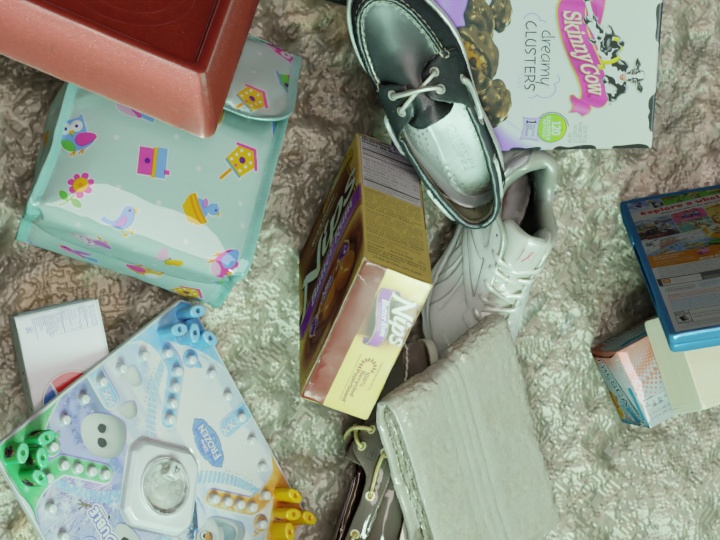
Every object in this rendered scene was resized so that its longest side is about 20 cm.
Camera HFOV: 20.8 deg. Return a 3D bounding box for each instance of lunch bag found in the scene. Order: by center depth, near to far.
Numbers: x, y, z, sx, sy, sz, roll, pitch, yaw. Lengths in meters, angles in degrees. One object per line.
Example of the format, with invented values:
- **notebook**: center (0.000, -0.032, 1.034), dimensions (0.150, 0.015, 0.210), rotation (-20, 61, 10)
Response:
- **lunch bag**: center (-0.140, -0.098, 1.419), dimensions (0.169, 0.122, 0.202), rotation (20, 73, -10)

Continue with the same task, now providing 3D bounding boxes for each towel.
- **towel**: center (0.082, 0.144, 1.456), dimensions (0.132, 0.034, 0.202), rotation (-37, 124, -34)

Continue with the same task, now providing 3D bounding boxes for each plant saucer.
- **plant saucer**: center (-0.170, -0.200, 1.383), dimensions (0.198, 0.037, 0.201), rotation (22, 42, -8)

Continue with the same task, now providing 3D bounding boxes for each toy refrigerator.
- **toy refrigerator**: center (0.322, 0.041, 1.484), dimensions (0.198, 0.070, 0.077), rotation (-18, 87, -13)

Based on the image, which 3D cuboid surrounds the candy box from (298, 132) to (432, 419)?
- **candy box**: center (0.000, 0.000, 1.392), dimensions (0.056, 0.201, 0.117), rotation (20, 115, -11)

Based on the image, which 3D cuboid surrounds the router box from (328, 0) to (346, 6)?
- **router box**: center (0.038, -0.272, 1.492), dimensions (0.198, 0.052, 0.159), rotation (14, 87, -12)

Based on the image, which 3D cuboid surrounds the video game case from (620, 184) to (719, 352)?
- **video game case**: center (0.281, -0.010, 1.465), dimensions (0.141, 0.201, 0.018), rotation (-10, 121, 2)

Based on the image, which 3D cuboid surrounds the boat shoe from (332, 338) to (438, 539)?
- **boat shoe**: center (0.015, 0.148, 1.476), dimensions (0.059, 0.072, 0.202), rotation (10, 91, -13)

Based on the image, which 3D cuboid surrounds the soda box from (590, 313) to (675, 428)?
- **soda box**: center (0.284, 0.049, 1.541), dimensions (0.199, 0.064, 0.069), rotation (-27, 95, -11)

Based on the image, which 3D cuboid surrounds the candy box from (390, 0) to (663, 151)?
- **candy box**: center (0.118, -0.174, 1.434), dimensions (0.198, 0.072, 0.169), rotation (-1, 129, 2)

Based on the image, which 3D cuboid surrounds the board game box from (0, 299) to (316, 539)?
- **board game box**: center (-0.139, 0.155, 1.403), dimensions (0.200, 0.026, 0.201), rotation (-40, 110, -38)

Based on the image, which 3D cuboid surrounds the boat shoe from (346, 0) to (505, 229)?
- **boat shoe**: center (0.052, -0.118, 1.392), dimensions (0.075, 0.061, 0.201), rotation (-27, 120, 16)

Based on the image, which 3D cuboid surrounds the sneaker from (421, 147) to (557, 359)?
- **sneaker**: center (0.102, -0.003, 1.478), dimensions (0.077, 0.099, 0.202), rotation (9, 88, -22)

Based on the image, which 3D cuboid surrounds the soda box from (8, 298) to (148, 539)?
- **soda box**: center (-0.203, 0.124, 1.426), dimensions (0.063, 0.068, 0.202), rotation (-12, 92, -14)
